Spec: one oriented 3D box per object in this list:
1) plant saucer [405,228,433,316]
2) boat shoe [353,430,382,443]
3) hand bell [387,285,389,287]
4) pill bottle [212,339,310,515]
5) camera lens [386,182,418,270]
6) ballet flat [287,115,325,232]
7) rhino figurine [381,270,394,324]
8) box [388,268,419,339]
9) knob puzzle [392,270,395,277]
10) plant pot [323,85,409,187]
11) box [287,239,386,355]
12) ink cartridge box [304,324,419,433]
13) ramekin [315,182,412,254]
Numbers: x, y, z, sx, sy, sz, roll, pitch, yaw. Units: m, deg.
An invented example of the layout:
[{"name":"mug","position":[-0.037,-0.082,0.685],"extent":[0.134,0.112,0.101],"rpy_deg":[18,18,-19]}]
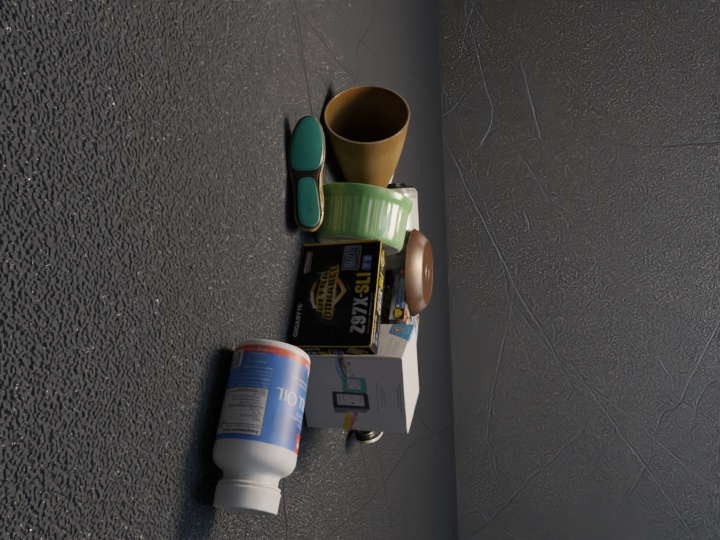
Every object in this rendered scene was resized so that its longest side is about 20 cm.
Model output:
[{"name":"plant saucer","position":[0.143,0.005,1.302],"extent":[0.200,0.036,0.207],"rpy_deg":[0,90,-73]},{"name":"boat shoe","position":[0.024,0.344,1.326],"extent":[0.199,0.072,0.068],"rpy_deg":[-37,121,-71]},{"name":"hand bell","position":[0.037,0.062,1.434],"extent":[0.199,0.101,0.107],"rpy_deg":[31,58,-56]},{"name":"pill bottle","position":[-0.131,0.205,0.725],"extent":[0.113,0.109,0.205],"rpy_deg":[60,32,-58]},{"name":"camera lens","position":[0.069,-0.111,1.383],"extent":[0.160,0.155,0.207],"rpy_deg":[-24,111,-73]},{"name":"ballet flat","position":[-0.096,-0.170,0.997],"extent":[0.071,0.068,0.207],"rpy_deg":[9,79,-73]},{"name":"rhino figurine","position":[0.057,0.081,1.326],"extent":[0.089,0.058,0.201],"rpy_deg":[63,24,-21]},{"name":"box","position":[0.108,0.111,1.329],"extent":[0.202,0.039,0.140],"rpy_deg":[71,25,-52]},{"name":"knob puzzle","position":[0.085,-0.056,1.553],"extent":[0.219,0.029,0.227],"rpy_deg":[176,-90,-77]},{"name":"plant pot","position":[0.017,-0.270,1.235],"extent":[0.202,0.180,0.191],"rpy_deg":[86,11,-54]},{"name":"box","position":[-0.039,0.047,0.986],"extent":[0.050,0.155,0.205],"rpy_deg":[61,32,-57]},{"name":"ink cartridge box","position":[0.001,0.196,1.038],"extent":[0.147,0.194,0.151],"rpy_deg":[-50,137,-66]},{"name":"ramekin","position":[0.002,-0.096,1.098],"extent":[0.200,0.194,0.101],"rpy_deg":[29,68,-71]}]
